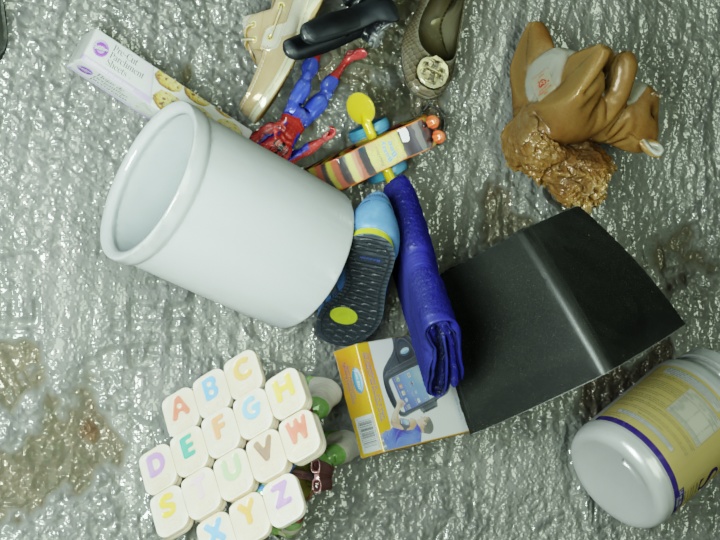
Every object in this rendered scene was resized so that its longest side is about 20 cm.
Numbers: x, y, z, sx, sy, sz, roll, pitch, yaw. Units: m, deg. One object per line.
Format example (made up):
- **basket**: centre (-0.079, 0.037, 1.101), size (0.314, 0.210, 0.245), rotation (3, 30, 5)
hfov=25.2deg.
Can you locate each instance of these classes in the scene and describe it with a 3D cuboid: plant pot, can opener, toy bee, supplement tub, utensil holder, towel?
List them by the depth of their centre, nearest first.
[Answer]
- **utensil holder**: centre (-0.132, -0.050, 1.610), size (0.200, 0.170, 0.170), rotation (27, 73, -31)
- **can opener**: centre (-0.023, -0.257, 1.692), size (0.079, 0.063, 0.200), rotation (45, 38, 4)
- **towel**: centre (0.068, 0.015, 1.700), size (0.049, 0.148, 0.200), rotation (-12, 55, -5)
- **toy bee**: centre (0.035, -0.144, 1.753), size (0.131, 0.109, 0.200), rotation (46, 65, -19)
- **plant pot**: centre (0.201, 0.044, 1.778), size (0.200, 0.199, 0.178), rotation (-23, 84, -52)
- **supplement tub**: centre (0.364, 0.196, 1.910), size (0.200, 0.145, 0.146), rotation (-34, 104, -28)

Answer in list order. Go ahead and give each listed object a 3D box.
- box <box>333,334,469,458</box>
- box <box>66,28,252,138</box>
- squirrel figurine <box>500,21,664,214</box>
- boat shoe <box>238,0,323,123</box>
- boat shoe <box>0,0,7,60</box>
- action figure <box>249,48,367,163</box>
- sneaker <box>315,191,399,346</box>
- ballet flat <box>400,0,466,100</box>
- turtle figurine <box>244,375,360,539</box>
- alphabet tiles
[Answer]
- **box**: centre (0.065, 0.129, 1.759), size (0.200, 0.041, 0.119), rotation (-8, 80, -45)
- **box**: centre (-0.203, -0.175, 1.646), size (0.200, 0.039, 0.041), rotation (33, 69, -26)
- **squirrel figurine**: centre (0.267, -0.170, 1.904), size (0.187, 0.141, 0.200), rotation (25, 88, -39)
- **boat shoe**: centre (-0.093, -0.253, 1.709), size (0.069, 0.074, 0.200), rotation (25, 73, -8)
- **boat shoe**: centre (-0.382, -0.292, 1.532), size (0.074, 0.063, 0.202), rotation (-21, 99, -34)
- **action figure**: centre (-0.052, -0.175, 1.710), size (0.065, 0.099, 0.200), rotation (40, 70, -22)
- **sneaker**: centre (0.000, 0.000, 1.694), size (0.066, 0.200, 0.079), rotation (13, 47, -6)
- **ballet flat**: centre (0.093, -0.284, 1.817), size (0.067, 0.046, 0.200), rotation (26, 64, -23)
- **turtle figurine**: centre (-0.098, 0.201, 1.665), size (0.144, 0.200, 0.194), rotation (43, 39, 7)
- **alphabet tiles**: centre (-0.128, 0.180, 1.578), size (0.015, 0.200, 0.196), rotation (37, 27, -51)
